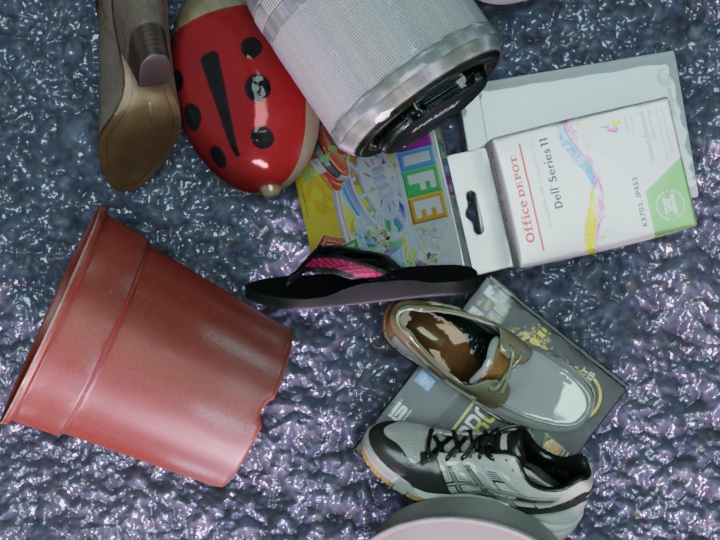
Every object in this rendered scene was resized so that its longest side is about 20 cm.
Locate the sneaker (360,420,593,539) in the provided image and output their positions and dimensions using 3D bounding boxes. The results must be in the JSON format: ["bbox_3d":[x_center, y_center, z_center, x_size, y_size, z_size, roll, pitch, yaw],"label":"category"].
[{"bbox_3d":[0.101,0.156,1.574,0.198,0.076,0.088,19,131,-7],"label":"sneaker"}]

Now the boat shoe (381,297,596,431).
[{"bbox_3d":[0.109,0.082,1.595,0.199,0.068,0.075,24,87,0],"label":"boat shoe"}]

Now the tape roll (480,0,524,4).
[{"bbox_3d":[0.122,-0.331,1.611,0.202,0.037,0.205,4,84,-41],"label":"tape roll"}]

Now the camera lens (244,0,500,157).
[{"bbox_3d":[0.006,-0.207,1.535,0.159,0.160,0.201,-34,83,-3],"label":"camera lens"}]

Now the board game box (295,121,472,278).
[{"bbox_3d":[0.011,-0.082,1.640,0.133,0.034,0.202,-13,89,14],"label":"board game box"}]

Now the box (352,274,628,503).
[{"bbox_3d":[0.114,0.131,1.651,0.161,0.049,0.200,39,88,2],"label":"box"}]

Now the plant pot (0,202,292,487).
[{"bbox_3d":[-0.173,0.076,1.579,0.194,0.201,0.202,26,88,-10],"label":"plant pot"}]

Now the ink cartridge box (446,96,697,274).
[{"bbox_3d":[0.178,-0.070,1.623,0.198,0.067,0.118,-14,90,-2],"label":"ink cartridge box"}]

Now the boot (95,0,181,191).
[{"bbox_3d":[-0.201,-0.187,1.622,0.070,0.201,0.147,-3,53,-24],"label":"boot"}]

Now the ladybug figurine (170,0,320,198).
[{"bbox_3d":[-0.106,-0.159,1.615,0.135,0.072,0.202,-24,80,24],"label":"ladybug figurine"}]

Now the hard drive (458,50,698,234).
[{"bbox_3d":[0.192,-0.114,1.671,0.198,0.027,0.133,-10,89,-3],"label":"hard drive"}]

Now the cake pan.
[{"bbox_3d":[0.090,0.262,1.596,0.198,0.201,0.037,14,44,-2],"label":"cake pan"}]

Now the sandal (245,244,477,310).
[{"bbox_3d":[0.000,0.000,1.591,0.198,0.075,0.045,-5,107,7],"label":"sandal"}]
